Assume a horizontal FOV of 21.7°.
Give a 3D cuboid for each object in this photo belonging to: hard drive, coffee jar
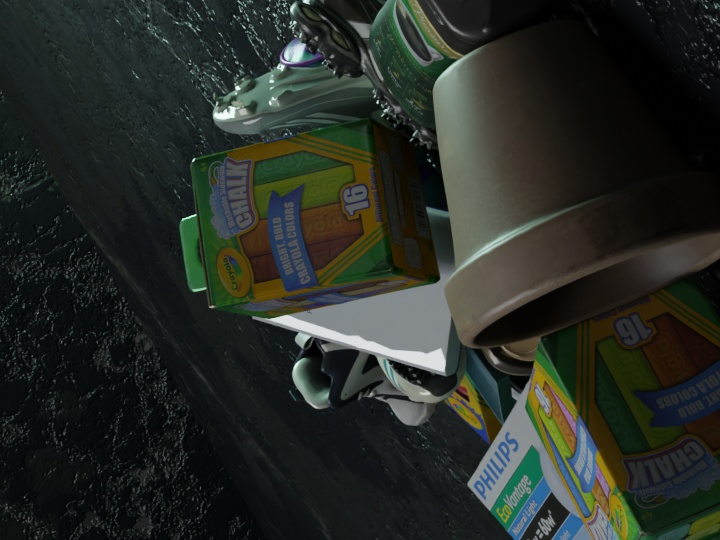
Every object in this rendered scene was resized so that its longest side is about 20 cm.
[{"bbox_3d":[0.000,0.000,1.581,0.200,0.025,0.132,15,106,31],"label":"hard drive"},{"bbox_3d":[0.068,-0.178,1.313,0.104,0.085,0.200,60,167,7],"label":"coffee jar"}]

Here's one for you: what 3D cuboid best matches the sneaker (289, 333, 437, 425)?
[{"bbox_3d":[-0.006,0.102,1.802,0.079,0.130,0.199,44,161,38],"label":"sneaker"}]

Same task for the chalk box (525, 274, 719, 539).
[{"bbox_3d":[0.212,0.130,1.275,0.124,0.125,0.200,90,155,-63],"label":"chalk box"}]

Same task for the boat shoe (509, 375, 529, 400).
[{"bbox_3d":[0.129,0.035,1.651,0.200,0.072,0.068,59,168,10],"label":"boat shoe"}]

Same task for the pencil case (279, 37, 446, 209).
[{"bbox_3d":[0.007,-0.125,1.630,0.200,0.085,0.092,61,178,-26],"label":"pencil case"}]

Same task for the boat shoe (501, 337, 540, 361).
[{"bbox_3d":[0.119,-0.023,1.369,0.065,0.071,0.200,-47,-41,-66],"label":"boat shoe"}]

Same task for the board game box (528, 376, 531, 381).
[{"bbox_3d":[0.219,0.137,1.559,0.200,0.023,0.105,35,138,33],"label":"board game box"}]

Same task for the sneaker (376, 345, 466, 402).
[{"bbox_3d":[0.059,0.081,1.657,0.093,0.070,0.200,59,175,-25],"label":"sneaker"}]

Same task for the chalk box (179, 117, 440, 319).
[{"bbox_3d":[-0.056,-0.034,1.495,0.124,0.200,0.125,15,-117,-70],"label":"chalk box"}]

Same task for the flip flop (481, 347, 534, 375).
[{"bbox_3d":[0.121,0.030,1.508,0.200,0.081,0.058,-97,22,-60],"label":"flip flop"}]

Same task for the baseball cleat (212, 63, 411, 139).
[{"bbox_3d":[-0.020,-0.128,1.540,0.106,0.200,0.070,59,-151,-34],"label":"baseball cleat"}]

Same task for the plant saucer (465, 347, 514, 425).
[{"bbox_3d":[0.082,0.046,1.667,0.200,0.019,0.070,57,169,37],"label":"plant saucer"}]

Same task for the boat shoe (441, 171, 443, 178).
[{"bbox_3d":[0.128,-0.046,1.459,0.200,0.072,0.060,49,169,41],"label":"boat shoe"}]

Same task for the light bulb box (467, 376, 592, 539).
[{"bbox_3d":[0.213,0.162,1.450,0.200,0.125,0.198,48,145,20],"label":"light bulb box"}]

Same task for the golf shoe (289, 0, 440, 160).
[{"bbox_3d":[0.041,-0.157,1.440,0.200,0.094,0.078,43,176,-1],"label":"golf shoe"}]

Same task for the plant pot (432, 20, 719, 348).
[{"bbox_3d":[0.128,-0.064,1.234,0.200,0.200,0.175,118,132,-74],"label":"plant pot"}]

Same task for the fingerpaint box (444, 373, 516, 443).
[{"bbox_3d":[0.077,0.046,1.821,0.200,0.073,0.167,43,162,37],"label":"fingerpaint box"}]
